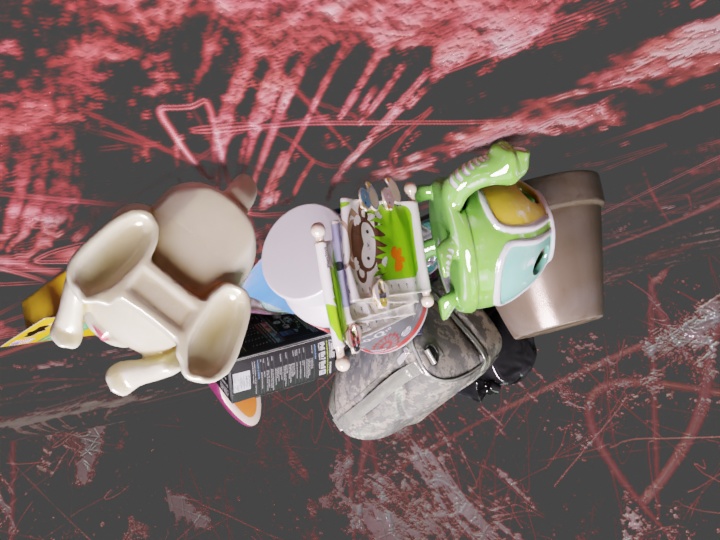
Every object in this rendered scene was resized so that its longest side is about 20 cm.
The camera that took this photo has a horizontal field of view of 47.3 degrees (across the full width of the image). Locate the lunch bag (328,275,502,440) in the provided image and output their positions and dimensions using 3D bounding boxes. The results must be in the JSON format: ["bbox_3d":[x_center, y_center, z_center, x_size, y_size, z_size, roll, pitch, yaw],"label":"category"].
[{"bbox_3d":[0.062,0.120,1.042,0.200,0.140,0.167,-43,176,39],"label":"lunch bag"}]

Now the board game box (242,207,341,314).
[{"bbox_3d":[-0.054,-0.023,0.937,0.157,0.039,0.200,-38,157,9],"label":"board game box"}]

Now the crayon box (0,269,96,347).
[{"bbox_3d":[-0.287,0.036,0.921,0.198,0.052,0.125,-5,167,-46],"label":"crayon box"}]

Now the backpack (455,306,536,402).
[{"bbox_3d":[0.166,0.104,1.189,0.125,0.170,0.200,-10,167,-21],"label":"backpack"}]

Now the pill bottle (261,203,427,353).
[{"bbox_3d":[-0.013,0.011,0.848,0.114,0.118,0.200,-17,156,20],"label":"pill bottle"}]

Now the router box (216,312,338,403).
[{"bbox_3d":[-0.137,0.087,1.086,0.148,0.063,0.200,-13,-154,-25],"label":"router box"}]

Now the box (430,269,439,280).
[{"bbox_3d":[0.199,0.009,1.348,0.198,0.098,0.175,-23,167,37],"label":"box"}]

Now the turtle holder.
[{"bbox_3d":[0.128,-0.050,0.856,0.129,0.188,0.141,-12,-158,-4],"label":"turtle holder"}]

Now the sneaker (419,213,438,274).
[{"bbox_3d":[0.031,-0.016,1.056,0.199,0.092,0.077,-39,127,19],"label":"sneaker"}]

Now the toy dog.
[{"bbox_3d":[-0.178,0.003,0.691,0.138,0.196,0.199,31,155,-22],"label":"toy dog"}]

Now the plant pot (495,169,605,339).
[{"bbox_3d":[0.228,-0.011,1.048,0.197,0.176,0.200,-12,170,-2],"label":"plant pot"}]

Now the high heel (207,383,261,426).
[{"bbox_3d":[-0.218,0.143,1.203,0.067,0.202,0.095,-39,-170,-38],"label":"high heel"}]

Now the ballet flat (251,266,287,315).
[{"bbox_3d":[-0.140,0.026,1.075,0.197,0.070,0.071,-8,-173,-13],"label":"ballet flat"}]

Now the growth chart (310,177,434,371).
[{"bbox_3d":[0.015,-0.008,0.765,0.018,0.147,0.199,-8,-170,33],"label":"growth chart"}]
